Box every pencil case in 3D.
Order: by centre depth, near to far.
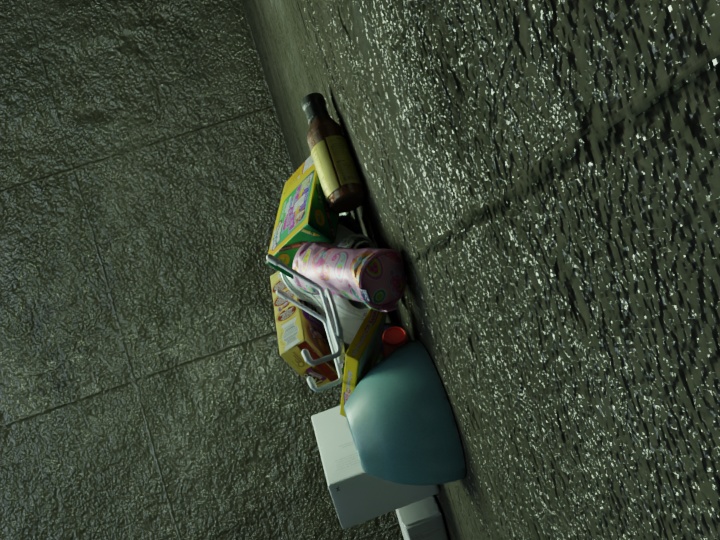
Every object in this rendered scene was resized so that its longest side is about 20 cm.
[{"bbox_3d":[-0.018,0.006,0.941,0.198,0.086,0.089,11,122,54],"label":"pencil case"}]

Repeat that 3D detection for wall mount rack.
[{"bbox_3d":[-0.073,0.070,0.961,0.201,0.073,0.177,91,161,-63],"label":"wall mount rack"}]

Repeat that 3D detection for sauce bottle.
[{"bbox_3d":[-0.048,-0.192,1.070,0.066,0.064,0.204,87,167,-69],"label":"sauce bottle"}]

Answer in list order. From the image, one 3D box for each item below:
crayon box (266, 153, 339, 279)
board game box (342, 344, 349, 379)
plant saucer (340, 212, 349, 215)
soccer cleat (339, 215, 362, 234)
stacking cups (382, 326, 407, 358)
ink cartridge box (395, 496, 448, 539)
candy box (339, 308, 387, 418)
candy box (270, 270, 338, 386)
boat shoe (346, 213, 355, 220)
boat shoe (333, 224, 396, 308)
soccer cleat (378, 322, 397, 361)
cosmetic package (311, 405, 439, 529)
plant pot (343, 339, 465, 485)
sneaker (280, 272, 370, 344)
[{"bbox_3d":[-0.087,-0.101,1.111,0.058,0.118,0.203,31,-138,-25],"label":"crayon box"},{"bbox_3d":[0.016,0.206,1.240,0.200,0.034,0.136,47,-177,-31],"label":"board game box"},{"bbox_3d":[-0.045,-0.081,1.431,0.200,0.049,0.205,162,91,-84],"label":"plant saucer"},{"bbox_3d":[0.001,-0.001,1.180,0.204,0.063,0.084,70,-160,-5],"label":"soccer cleat"},{"bbox_3d":[0.069,0.175,1.105,0.061,0.059,0.203,-115,15,-51],"label":"stacking cups"},{"bbox_3d":[0.131,0.546,1.403,0.145,0.082,0.204,-120,13,-63],"label":"ink cartridge box"},{"bbox_3d":[0.003,0.141,1.017,0.202,0.026,0.103,97,-162,-54],"label":"candy box"},{"bbox_3d":[-0.100,0.096,1.176,0.117,0.056,0.202,52,-168,-39],"label":"candy box"},{"bbox_3d":[-0.011,-0.009,1.256,0.072,0.059,0.205,90,162,-73],"label":"boat shoe"},{"bbox_3d":[0.000,-0.024,1.046,0.200,0.072,0.066,46,146,36],"label":"boat shoe"},{"bbox_3d":[0.034,0.155,1.179,0.202,0.082,0.066,82,168,-58],"label":"soccer cleat"},{"bbox_3d":[0.025,0.358,1.301,0.201,0.195,0.125,-117,10,-62],"label":"cosmetic package"},{"bbox_3d":[0.052,0.218,0.954,0.200,0.132,0.205,162,90,-84],"label":"plant pot"},{"bbox_3d":[-0.053,0.026,1.128,0.200,0.100,0.075,43,-152,11],"label":"sneaker"}]
